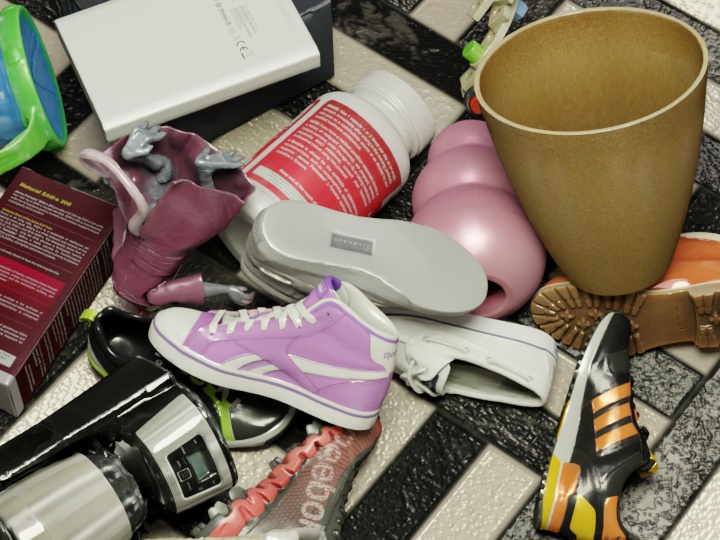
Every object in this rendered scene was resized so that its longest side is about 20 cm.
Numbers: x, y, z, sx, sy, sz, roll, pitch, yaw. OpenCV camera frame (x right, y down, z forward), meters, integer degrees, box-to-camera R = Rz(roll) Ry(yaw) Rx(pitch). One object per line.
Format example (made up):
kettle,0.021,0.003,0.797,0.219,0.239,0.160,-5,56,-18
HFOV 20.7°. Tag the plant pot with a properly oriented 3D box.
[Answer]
plant pot,0.201,-0.084,1.618,0.186,0.200,0.186,-9,36,7

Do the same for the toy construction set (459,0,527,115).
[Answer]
toy construction set,0.166,-0.181,1.780,0.200,0.131,0.092,40,23,-10

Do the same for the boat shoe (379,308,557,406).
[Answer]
boat shoe,0.066,0.073,1.666,0.200,0.074,0.065,7,54,6

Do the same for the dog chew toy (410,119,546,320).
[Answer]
dog chew toy,0.099,-0.052,1.722,0.124,0.125,0.200,1,50,1

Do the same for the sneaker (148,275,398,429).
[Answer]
sneaker,-0.066,0.042,1.587,0.200,0.114,0.073,17,26,0

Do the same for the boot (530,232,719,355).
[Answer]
boot,0.249,0.015,1.714,0.200,0.075,0.107,-1,39,5

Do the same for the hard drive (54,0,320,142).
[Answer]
hard drive,-0.153,-0.200,1.732,0.200,0.026,0.132,-21,61,-11

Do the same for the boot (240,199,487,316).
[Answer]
boot,0.000,0.000,1.632,0.200,0.096,0.074,19,66,-8

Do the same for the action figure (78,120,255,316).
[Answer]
action figure,-0.168,-0.021,1.658,0.134,0.200,0.149,39,39,19

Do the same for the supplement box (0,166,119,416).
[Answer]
supplement box,-0.296,0.016,1.711,0.109,0.061,0.200,23,61,14

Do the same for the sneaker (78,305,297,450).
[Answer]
sneaker,-0.150,0.087,1.652,0.200,0.083,0.072,20,60,12

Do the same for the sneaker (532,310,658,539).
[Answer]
sneaker,0.208,0.134,1.630,0.090,0.070,0.200,18,68,7

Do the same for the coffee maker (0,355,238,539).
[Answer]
coffee maker,-0.226,0.159,1.570,0.200,0.135,0.192,-32,52,-25

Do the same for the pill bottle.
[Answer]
pill bottle,-0.030,-0.086,1.744,0.112,0.112,0.200,37,65,21

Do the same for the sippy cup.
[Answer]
sippy cup,-0.349,-0.159,1.789,0.130,0.178,0.140,-17,102,2

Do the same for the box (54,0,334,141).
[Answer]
box,-0.158,-0.237,1.837,0.197,0.117,0.200,-29,62,-16

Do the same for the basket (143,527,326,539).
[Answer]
basket,-0.097,0.290,1.459,0.123,0.136,0.200,1,83,9

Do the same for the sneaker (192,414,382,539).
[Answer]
sneaker,-0.041,0.188,1.597,0.098,0.071,0.200,46,56,6
